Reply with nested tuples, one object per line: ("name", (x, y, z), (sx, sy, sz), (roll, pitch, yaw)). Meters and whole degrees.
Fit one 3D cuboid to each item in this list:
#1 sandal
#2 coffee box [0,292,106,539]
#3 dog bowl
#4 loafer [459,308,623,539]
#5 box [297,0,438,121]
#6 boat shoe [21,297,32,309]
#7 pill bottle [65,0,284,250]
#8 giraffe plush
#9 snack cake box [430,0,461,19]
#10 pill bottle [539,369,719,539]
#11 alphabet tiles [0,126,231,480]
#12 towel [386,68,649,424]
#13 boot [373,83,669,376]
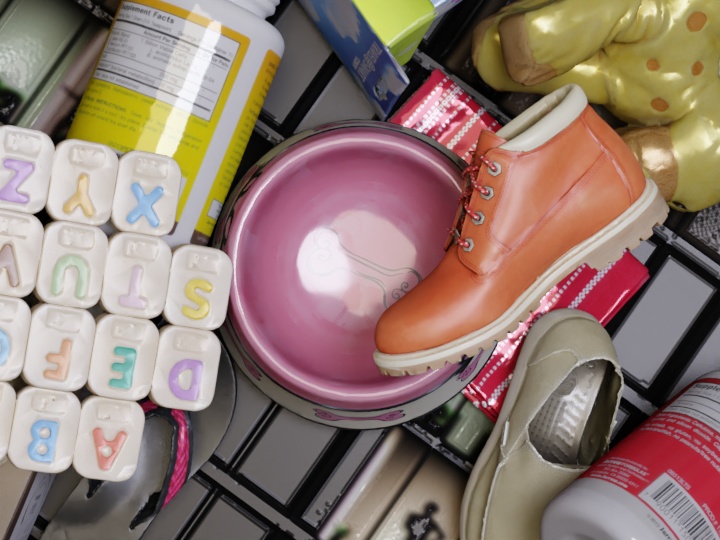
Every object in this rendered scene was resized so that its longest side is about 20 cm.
("sandal", (-0.143, 0.126, 1.287), (0.075, 0.045, 0.201), (31, 88, 2))
("coffee box", (-0.242, 0.089, 1.272), (0.114, 0.080, 0.201), (23, 88, 3))
("dog bowl", (0.000, 0.000, 1.256), (0.198, 0.074, 0.202), (0, 86, 0))
("loafer", (0.115, 0.125, 1.259), (0.075, 0.068, 0.201), (10, 97, -15))
("box", (-0.020, -0.198, 1.260), (0.048, 0.122, 0.201), (-35, 88, -9))
("boat shoe", (-0.252, 0.096, 1.195), (0.066, 0.075, 0.200), (20, 78, 15))
("pill bottle", (-0.117, -0.112, 1.265), (0.109, 0.109, 0.201), (22, 88, 2))
("giraffe plush", (0.184, -0.108, 1.244), (0.199, 0.173, 0.163), (-17, 99, 17))
("snack cake box", (0.086, -0.263, 1.291), (0.200, 0.067, 0.115), (-36, 88, -1))
("pill bottle", (0.213, 0.133, 1.223), (0.200, 0.112, 0.113), (-35, 87, -28))
("alphabet tiles", (-0.175, 0.021, 1.176), (0.199, 0.015, 0.197), (10, 88, -22))
("towel", (0.074, -0.014, 1.303), (0.200, 0.022, 0.145), (44, 88, 2))
("boot", (0.074, -0.024, 1.170), (0.200, 0.075, 0.108), (-37, 110, -9))
